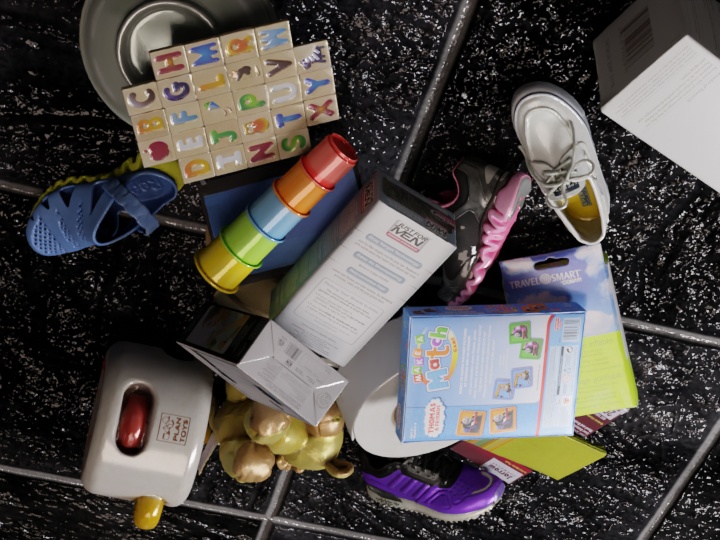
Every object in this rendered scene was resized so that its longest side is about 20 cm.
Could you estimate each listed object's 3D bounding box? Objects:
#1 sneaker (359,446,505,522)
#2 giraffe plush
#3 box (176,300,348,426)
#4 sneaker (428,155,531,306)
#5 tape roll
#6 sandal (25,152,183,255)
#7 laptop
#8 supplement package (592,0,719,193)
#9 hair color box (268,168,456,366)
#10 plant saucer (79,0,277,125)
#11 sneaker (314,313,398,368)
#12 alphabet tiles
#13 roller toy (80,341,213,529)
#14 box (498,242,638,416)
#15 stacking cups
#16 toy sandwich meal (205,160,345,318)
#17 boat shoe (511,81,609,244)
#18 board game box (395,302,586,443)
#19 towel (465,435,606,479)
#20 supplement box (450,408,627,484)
[{"bbox_3d":[0.080,0.251,1.901,0.200,0.070,0.100,3,128,32],"label":"sneaker"},{"bbox_3d":[-0.087,0.191,1.832,0.162,0.173,0.200,12,139,-23],"label":"giraffe plush"},{"bbox_3d":[-0.108,0.097,1.624,0.117,0.060,0.200,40,168,-23],"label":"box"},{"bbox_3d":[0.112,-0.046,1.655,0.095,0.079,0.200,27,132,6],"label":"sneaker"},{"bbox_3d":[0.073,0.132,1.769,0.202,0.071,0.202,-15,144,-12],"label":"tape roll"},{"bbox_3d":[-0.281,-0.060,1.636,0.200,0.087,0.079,-23,130,25],"label":"sandal"},{"bbox_3d":[-0.097,-0.091,1.559,0.177,0.103,0.200,-14,146,11],"label":"laptop"},{"bbox_3d":[0.339,-0.174,1.478,0.200,0.117,0.117,30,127,-23],"label":"supplement package"},{"bbox_3d":[0.000,0.000,1.572,0.099,0.061,0.200,30,123,-20],"label":"hair color box"},{"bbox_3d":[-0.178,-0.214,1.463,0.200,0.050,0.200,2,113,5],"label":"plant saucer"},{"bbox_3d":[-0.047,0.059,1.756,0.200,0.071,0.099,11,132,-16],"label":"sneaker"},{"bbox_3d":[-0.122,-0.160,1.463,0.200,0.006,0.166,-14,137,-6],"label":"alphabet tiles"},{"bbox_3d":[-0.247,0.184,1.798,0.140,0.200,0.182,12,127,-10],"label":"roller toy"},{"bbox_3d":[0.235,0.067,1.720,0.122,0.048,0.200,-11,106,12],"label":"box"},{"bbox_3d":[-0.083,-0.058,1.537,0.061,0.061,0.200,35,118,-27],"label":"stacking cups"},{"bbox_3d":[-0.076,-0.026,1.666,0.205,0.070,0.205,3,107,10],"label":"toy sandwich meal"},{"bbox_3d":[0.210,-0.100,1.575,0.075,0.086,0.202,-15,132,16],"label":"boat shoe"},{"bbox_3d":[0.142,0.112,1.672,0.200,0.037,0.151,-1,110,-13],"label":"board game box"},{"bbox_3d":[0.200,0.203,1.821,0.200,0.018,0.086,26,136,-35],"label":"towel"},{"bbox_3d":[0.215,0.174,1.857,0.109,0.061,0.200,32,128,-26],"label":"supplement box"}]
